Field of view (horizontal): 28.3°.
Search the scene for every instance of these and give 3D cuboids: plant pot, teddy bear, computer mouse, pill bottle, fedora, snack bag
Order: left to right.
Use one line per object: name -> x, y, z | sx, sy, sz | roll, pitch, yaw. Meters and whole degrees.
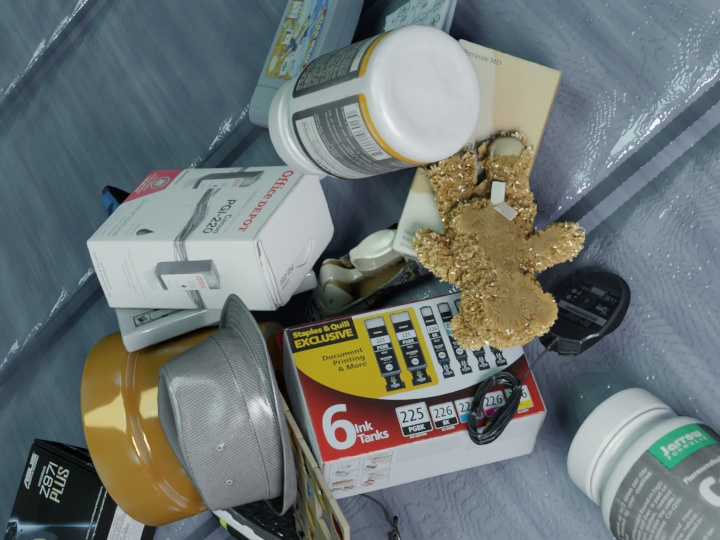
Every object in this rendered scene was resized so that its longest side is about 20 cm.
plant pot -> -0.149, 0.136, 1.432 | 0.182, 0.200, 0.202 | -18, 63, 20
fedora -> -0.124, 0.130, 1.247 | 0.177, 0.089, 0.202 | -131, 28, -54
pill bottle -> 0.006, -0.142, 1.260 | 0.199, 0.115, 0.118 | -6, 72, 58
snack bag -> 0.017, -0.189, 1.423 | 0.199, 0.021, 0.190 | -30, 35, 44
teddy bear -> 0.114, -0.025, 1.225 | 0.144, 0.067, 0.201 | -24, 68, -8
computer mouse -> 0.159, 0.076, 1.198 | 0.200, 0.034, 0.058 | -44, 46, -19
pill bottle -> 0.253, 0.183, 1.071 | 0.200, 0.113, 0.114 | 42, 106, 42

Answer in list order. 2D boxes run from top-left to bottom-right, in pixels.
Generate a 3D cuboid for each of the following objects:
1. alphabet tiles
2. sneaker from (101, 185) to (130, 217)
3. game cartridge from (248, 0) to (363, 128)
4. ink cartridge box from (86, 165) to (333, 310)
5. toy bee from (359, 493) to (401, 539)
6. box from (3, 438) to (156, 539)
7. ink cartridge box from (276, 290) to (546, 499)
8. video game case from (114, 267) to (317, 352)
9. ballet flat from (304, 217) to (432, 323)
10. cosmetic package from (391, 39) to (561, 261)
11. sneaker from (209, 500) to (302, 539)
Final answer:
alphabet tiles -> -0.047, 0.200, 1.239 | 0.168, 0.007, 0.201 | 87, 159, -44
sneaker -> -0.261, -0.029, 1.666 | 0.200, 0.066, 0.079 | 44, 111, 42
game cartridge -> -0.054, -0.245, 1.538 | 0.133, 0.041, 0.202 | 22, 92, 66
ink cartridge box -> -0.146, -0.033, 1.409 | 0.198, 0.086, 0.146 | 2, 35, 25
toy bee -> -0.017, 0.157, 1.327 | 0.132, 0.107, 0.202 | 94, 175, -50
box -> -0.318, 0.308, 1.591 | 0.163, 0.086, 0.202 | 14, 86, 46
ink cartridge box -> 0.037, 0.087, 1.247 | 0.084, 0.198, 0.177 | 97, 158, -57
video game case -> -0.158, 0.002, 1.465 | 0.198, 0.023, 0.183 | -20, 30, -7
ballet flat -> 0.000, 0.000, 1.405 | 0.199, 0.072, 0.073 | -31, 57, 33
cosmetic package -> 0.106, -0.097, 1.303 | 0.104, 0.071, 0.202 | 17, 89, 5
sneaker -> -0.077, 0.273, 1.342 | 0.199, 0.072, 0.083 | 35, 116, 14
